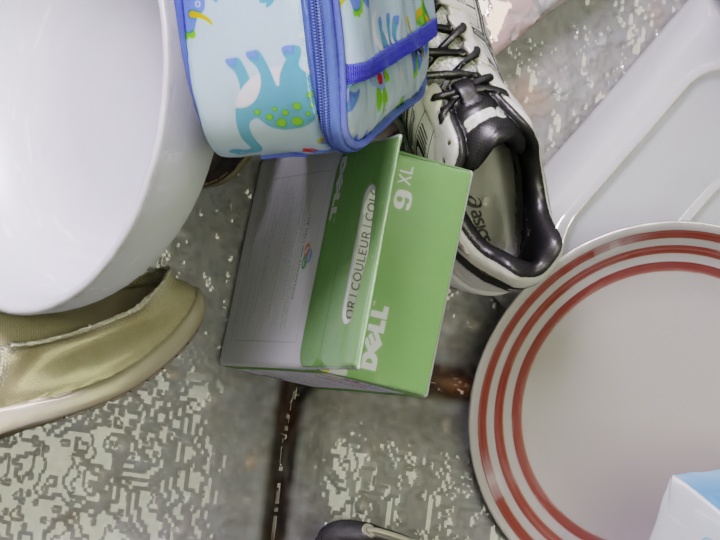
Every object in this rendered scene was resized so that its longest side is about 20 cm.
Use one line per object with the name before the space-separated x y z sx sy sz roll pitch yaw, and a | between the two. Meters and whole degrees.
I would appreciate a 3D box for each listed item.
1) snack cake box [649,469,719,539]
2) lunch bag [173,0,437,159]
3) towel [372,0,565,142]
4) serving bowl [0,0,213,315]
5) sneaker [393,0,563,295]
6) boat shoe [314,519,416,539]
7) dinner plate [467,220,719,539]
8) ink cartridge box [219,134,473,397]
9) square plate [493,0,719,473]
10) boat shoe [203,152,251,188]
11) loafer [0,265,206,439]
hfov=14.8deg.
snack cake box | 0.222 0.156 1.342 0.199 0.067 0.116 -3 119 -40
lunch bag | -0.022 -0.131 1.179 0.082 0.200 0.162 -3 99 13
towel | 0.010 -0.184 1.354 0.191 0.032 0.201 -36 99 -17
serving bowl | -0.122 -0.079 1.228 0.065 0.199 0.202 4 86 -42
sneaker | 0.048 -0.084 1.304 0.075 0.088 0.201 -27 103 -17
boat shoe | 0.058 0.178 1.341 0.199 0.074 0.061 23 43 -24
dinner plate | 0.151 0.071 1.372 0.198 0.024 0.202 -1 105 -3
ink cartridge box | 0.000 0.000 1.253 0.059 0.200 0.105 14 84 -18
square plate | 0.183 -0.007 1.410 0.200 0.028 0.198 45 74 -12
boat shoe | -0.065 -0.135 1.279 0.074 0.073 0.202 2 100 -1
loafer | -0.164 0.039 1.260 0.199 0.076 0.069 -25 102 -18
